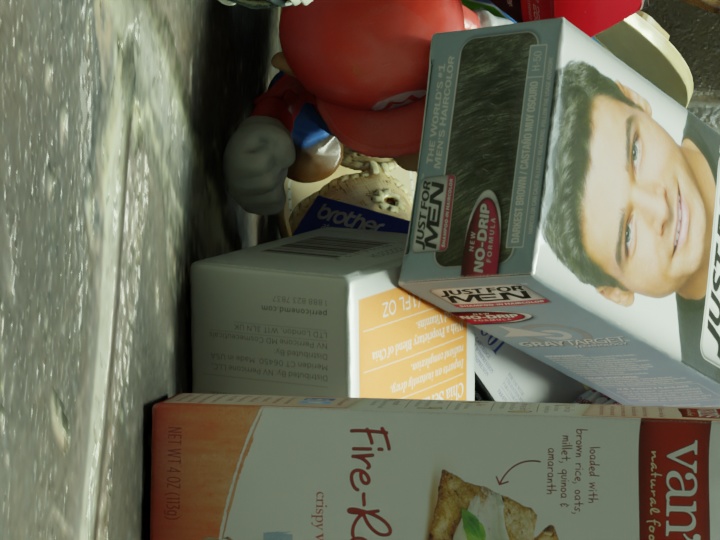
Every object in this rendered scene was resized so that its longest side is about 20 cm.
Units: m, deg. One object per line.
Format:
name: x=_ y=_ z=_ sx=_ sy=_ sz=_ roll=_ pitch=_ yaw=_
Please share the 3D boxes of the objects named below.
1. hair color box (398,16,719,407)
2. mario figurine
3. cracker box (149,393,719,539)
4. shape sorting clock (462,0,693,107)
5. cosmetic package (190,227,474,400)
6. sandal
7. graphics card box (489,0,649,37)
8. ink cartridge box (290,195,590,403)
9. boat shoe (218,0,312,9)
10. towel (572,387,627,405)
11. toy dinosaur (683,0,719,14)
hair color box: x=0.098 y=-0.014 z=1.023 sx=0.200 sy=0.060 sz=0.099 roll=27 pitch=65 yaw=-51
mario figurine: x=0.008 y=-0.064 z=1.074 sx=0.200 sy=0.106 sz=0.124 roll=140 pitch=-26 yaw=-85
cracker box: x=0.029 y=0.112 z=0.891 sx=0.058 sy=0.199 sz=0.135 roll=-16 pitch=107 yaw=-85
shape sorting clock: x=0.057 y=-0.116 z=1.190 sx=0.039 sy=0.199 sz=0.200 roll=-63 pitch=170 yaw=-8
cosmetic package: x=-0.009 y=0.090 z=0.997 sx=0.101 sy=0.071 sz=0.201 roll=-18 pitch=110 yaw=-58
sandal: x=0.005 y=0.001 z=1.175 sx=0.070 sy=0.077 sz=0.213 roll=-25 pitch=-126 yaw=57
graphics card box: x=0.031 y=-0.188 z=1.030 sx=0.200 sy=0.051 sz=0.126 roll=45 pitch=-24 yaw=37
ink cartridge box: x=0.047 y=0.050 z=1.126 sx=0.044 sy=0.094 sz=0.200 roll=-58 pitch=141 yaw=-19
boat shoe: x=-0.040 y=-0.118 z=0.861 sx=0.060 sy=0.076 sz=0.200 roll=-51 pitch=-177 yaw=-2
towel: x=0.101 y=0.131 z=1.064 sx=0.200 sy=0.030 sz=0.147 roll=-32 pitch=107 yaw=-57
toy dinosaur: x=0.086 y=-0.157 z=1.088 sx=0.200 sy=0.060 sz=0.106 roll=47 pitch=-8 yaw=-16
